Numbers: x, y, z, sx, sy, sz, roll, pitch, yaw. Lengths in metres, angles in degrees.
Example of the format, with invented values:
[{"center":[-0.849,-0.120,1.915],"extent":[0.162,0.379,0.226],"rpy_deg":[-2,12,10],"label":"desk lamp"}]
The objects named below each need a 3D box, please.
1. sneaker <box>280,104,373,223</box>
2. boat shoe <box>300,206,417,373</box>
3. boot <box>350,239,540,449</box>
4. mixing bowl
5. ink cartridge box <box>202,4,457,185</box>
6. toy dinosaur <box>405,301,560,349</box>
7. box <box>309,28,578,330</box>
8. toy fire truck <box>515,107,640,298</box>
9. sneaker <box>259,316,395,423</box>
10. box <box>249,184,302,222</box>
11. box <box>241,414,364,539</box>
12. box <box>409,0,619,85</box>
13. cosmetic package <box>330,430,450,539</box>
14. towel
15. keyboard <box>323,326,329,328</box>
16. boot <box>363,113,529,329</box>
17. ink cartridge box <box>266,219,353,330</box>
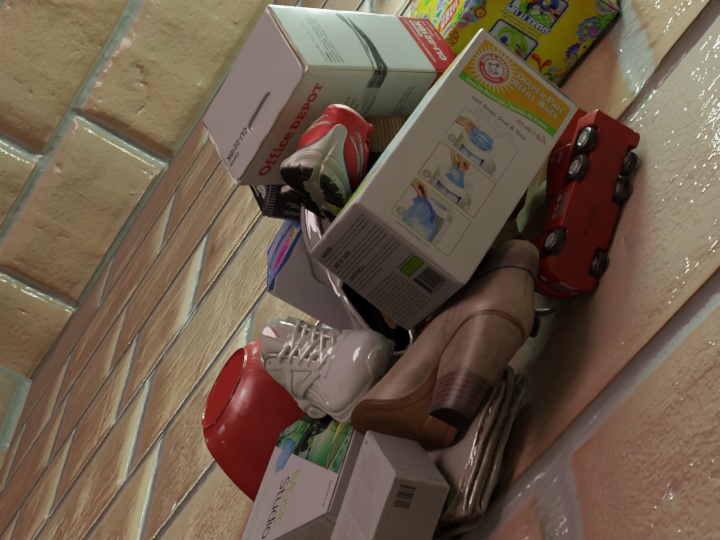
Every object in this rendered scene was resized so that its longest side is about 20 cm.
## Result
[{"center":[-0.018,-0.089,1.126],"extent":[0.085,0.077,0.200],"rpy_deg":[-62,0,-8],"label":"sneaker"},{"center":[0.000,0.000,1.211],"extent":[0.066,0.071,0.201],"rpy_deg":[104,149,-67],"label":"boat shoe"},{"center":[0.071,0.056,1.030],"extent":[0.200,0.070,0.147],"rpy_deg":[-22,40,60],"label":"boot"},{"center":[-0.103,0.150,1.436],"extent":[0.201,0.108,0.201],"rpy_deg":[-54,17,25],"label":"mixing bowl"},{"center":[-0.023,-0.156,1.208],"extent":[0.084,0.199,0.145],"rpy_deg":[57,131,26],"label":"ink cartridge box"},{"center":[0.090,0.038,1.129],"extent":[0.102,0.058,0.200],"rpy_deg":[-60,17,0],"label":"toy dinosaur"},{"center":[0.066,-0.071,1.037],"extent":[0.200,0.101,0.112],"rpy_deg":[-55,5,-28],"label":"box"},{"center":[0.164,-0.065,1.087],"extent":[0.141,0.049,0.201],"rpy_deg":[-27,40,65],"label":"toy fire truck"},{"center":[-0.041,0.079,1.154],"extent":[0.078,0.099,0.200],"rpy_deg":[-60,13,-22],"label":"sneaker"},{"center":[-0.009,-0.079,1.356],"extent":[0.160,0.199,0.045],"rpy_deg":[-124,43,-70],"label":"box"},{"center":[-0.041,0.188,1.216],"extent":[0.200,0.036,0.145],"rpy_deg":[-37,28,52],"label":"box"},{"center":[0.146,-0.261,1.327],"extent":[0.193,0.121,0.201],"rpy_deg":[-52,19,33],"label":"box"},{"center":[0.006,0.232,1.007],"extent":[0.083,0.050,0.201],"rpy_deg":[-133,59,-66],"label":"cosmetic package"},{"center":[0.064,0.153,1.069],"extent":[0.200,0.034,0.133],"rpy_deg":[-29,35,63],"label":"towel"},{"center":[-0.023,0.087,1.350],"extent":[0.056,0.011,0.200],"rpy_deg":[-27,16,11],"label":"keyboard"},{"center":[0.082,-0.048,1.155],"extent":[0.074,0.154,0.202],"rpy_deg":[123,146,-70],"label":"boot"},{"center":[-0.024,-0.001,1.365],"extent":[0.077,0.136,0.200],"rpy_deg":[-59,10,8],"label":"ink cartridge box"}]
